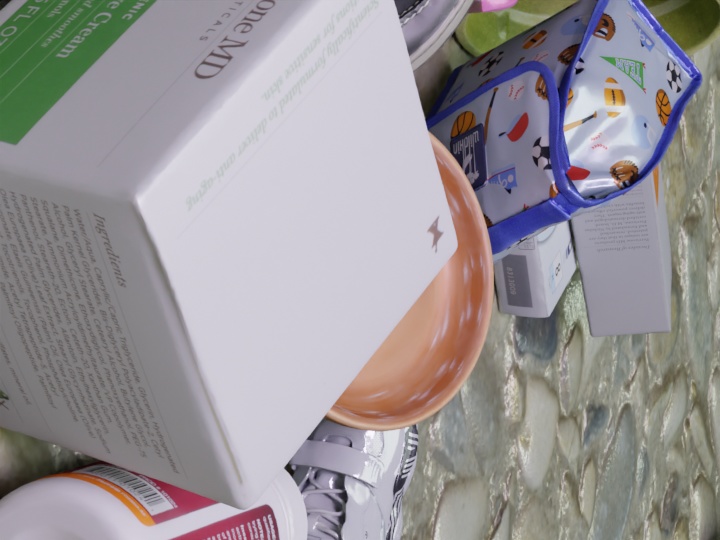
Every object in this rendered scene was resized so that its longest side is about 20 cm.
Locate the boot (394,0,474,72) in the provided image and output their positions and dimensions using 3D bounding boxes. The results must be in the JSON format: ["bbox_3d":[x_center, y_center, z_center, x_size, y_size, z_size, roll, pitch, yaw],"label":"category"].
[{"bbox_3d":[-0.037,-0.154,1.230,0.074,0.203,0.154,56,4,38],"label":"boot"}]

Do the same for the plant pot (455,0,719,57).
[{"bbox_3d":[0.166,-0.265,1.655,0.200,0.200,0.185,34,51,-63],"label":"plant pot"}]

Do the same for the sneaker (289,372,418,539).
[{"bbox_3d":[-0.019,0.148,1.419,0.115,0.075,0.201,-11,107,-68],"label":"sneaker"}]

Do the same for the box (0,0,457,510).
[{"bbox_3d":[-0.087,-0.035,1.081,0.199,0.171,0.200,-50,140,-34],"label":"box"}]

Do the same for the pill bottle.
[{"bbox_3d":[-0.108,0.150,1.178,0.200,0.113,0.113,-10,103,-65],"label":"pill bottle"}]

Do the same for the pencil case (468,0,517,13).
[{"bbox_3d":[0.050,-0.268,1.489,0.094,0.090,0.201,-107,-172,-65],"label":"pencil case"}]

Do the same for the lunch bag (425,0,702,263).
[{"bbox_3d":[0.118,-0.086,1.546,0.124,0.170,0.200,45,47,-17],"label":"lunch bag"}]

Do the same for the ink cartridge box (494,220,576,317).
[{"bbox_3d":[0.154,-0.083,1.800,0.200,0.047,0.160,-54,141,-47],"label":"ink cartridge box"}]

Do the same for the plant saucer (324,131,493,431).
[{"bbox_3d":[0.000,0.000,1.396,0.200,0.037,0.201,6,81,-40],"label":"plant saucer"}]

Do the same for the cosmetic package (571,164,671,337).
[{"bbox_3d":[0.211,-0.050,1.830,0.200,0.071,0.102,76,15,-45],"label":"cosmetic package"}]
